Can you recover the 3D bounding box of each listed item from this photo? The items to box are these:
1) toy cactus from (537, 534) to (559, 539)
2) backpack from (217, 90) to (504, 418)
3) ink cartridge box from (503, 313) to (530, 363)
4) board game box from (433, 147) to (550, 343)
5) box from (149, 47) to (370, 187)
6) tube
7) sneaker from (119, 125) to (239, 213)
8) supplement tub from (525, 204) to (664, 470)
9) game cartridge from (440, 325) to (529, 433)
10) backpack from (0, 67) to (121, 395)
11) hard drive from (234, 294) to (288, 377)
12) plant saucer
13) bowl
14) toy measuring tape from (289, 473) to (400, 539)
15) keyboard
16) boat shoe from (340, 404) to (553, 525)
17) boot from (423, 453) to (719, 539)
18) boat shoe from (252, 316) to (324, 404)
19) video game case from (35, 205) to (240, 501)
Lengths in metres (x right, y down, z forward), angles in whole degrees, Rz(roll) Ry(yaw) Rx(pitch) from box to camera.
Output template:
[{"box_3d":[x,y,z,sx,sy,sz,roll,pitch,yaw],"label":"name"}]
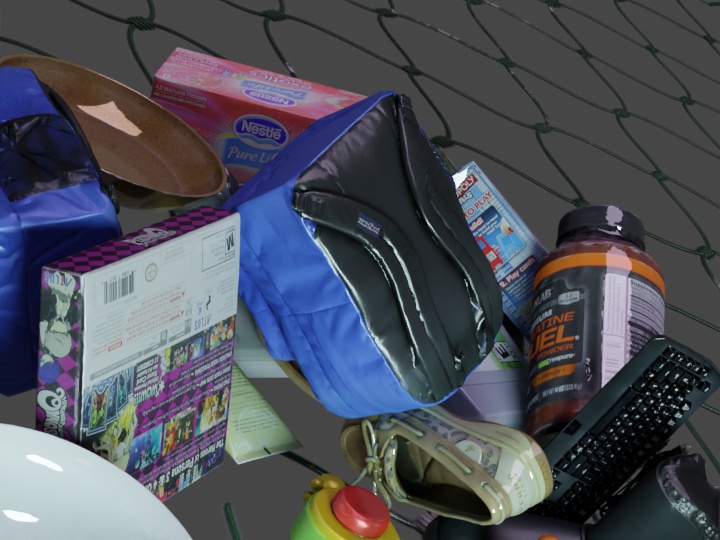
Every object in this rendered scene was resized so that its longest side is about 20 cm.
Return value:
[{"box_3d":[0.122,0.269,1.281,0.200,0.102,0.165,39,34,-5],"label":"toy cactus"},{"box_3d":[0.000,0.000,1.383,0.162,0.167,0.201,-44,107,-37],"label":"backpack"},{"box_3d":[0.062,0.040,1.620,0.201,0.057,0.162,55,26,4],"label":"ink cartridge box"},{"box_3d":[0.107,-0.032,1.631,0.200,0.062,0.200,49,5,-34],"label":"board game box"},{"box_3d":[-0.083,-0.111,1.663,0.198,0.104,0.095,15,22,2],"label":"box"},{"box_3d":[-0.127,0.065,1.416,0.058,0.052,0.200,-36,67,-19],"label":"tube"},{"box_3d":[-0.199,-0.076,1.587,0.198,0.075,0.088,25,43,-1],"label":"sneaker"},{"box_3d":[0.184,0.051,1.507,0.106,0.107,0.202,20,56,-23],"label":"supplement tub"},{"box_3d":[0.067,0.051,1.526,0.133,0.040,0.201,-4,54,-53],"label":"game cartridge"},{"box_3d":[-0.253,-0.039,1.296,0.166,0.164,0.201,-9,42,-22],"label":"backpack"},{"box_3d":[-0.069,0.036,1.557,0.199,0.026,0.132,4,37,-47],"label":"hard drive"},{"box_3d":[-0.199,-0.100,1.495,0.199,0.036,0.201,27,20,-11],"label":"plant saucer"},{"box_3d":[-0.187,0.182,1.064,0.200,0.091,0.202,26,25,-13],"label":"bowl"},{"box_3d":[0.000,0.203,1.273,0.073,0.074,0.201,15,29,-32],"label":"toy measuring tape"},{"box_3d":[0.192,0.139,1.411,0.103,0.200,0.040,24,31,-29],"label":"keyboard"},{"box_3d":[0.046,0.136,1.381,0.062,0.074,0.199,-32,22,-35],"label":"boat shoe"},{"box_3d":[0.167,0.181,1.376,0.199,0.168,0.077,20,45,-26],"label":"boot"},{"box_3d":[-0.048,0.020,1.496,0.070,0.071,0.200,7,35,-45],"label":"boat shoe"},{"box_3d":[-0.140,0.066,1.237,0.035,0.183,0.200,11,17,22],"label":"video game case"}]
